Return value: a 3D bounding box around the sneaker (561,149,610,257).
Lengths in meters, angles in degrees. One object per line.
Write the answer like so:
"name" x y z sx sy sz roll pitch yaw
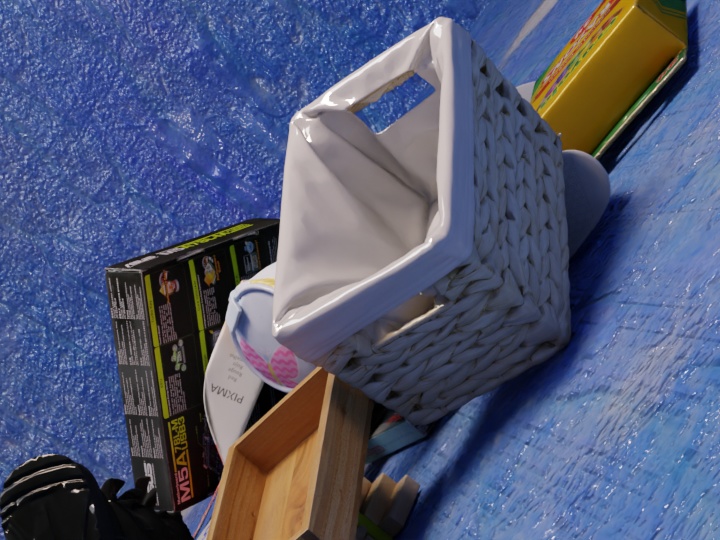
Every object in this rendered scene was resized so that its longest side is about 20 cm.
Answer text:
"sneaker" 0.087 0.001 1.423 0.200 0.071 0.099 -48 2 9

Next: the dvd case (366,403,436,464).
"dvd case" 0.070 0.041 1.519 0.200 0.022 0.146 -54 5 -20

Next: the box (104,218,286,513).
"box" -0.117 0.073 1.768 0.047 0.200 0.193 3 16 38

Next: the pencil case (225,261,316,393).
"pencil case" 0.000 0.000 1.445 0.200 0.091 0.083 -41 -6 -41

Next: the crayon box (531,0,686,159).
"crayon box" 0.177 -0.143 1.569 0.127 0.051 0.200 -50 6 19

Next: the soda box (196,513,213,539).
"soda box" -0.084 0.204 1.535 0.068 0.063 0.200 -50 5 39

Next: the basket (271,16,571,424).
"basket" 0.039 -0.025 1.295 0.135 0.123 0.200 -31 35 29

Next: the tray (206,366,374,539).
"tray" -0.041 0.130 1.226 0.099 0.037 0.200 -42 16 21

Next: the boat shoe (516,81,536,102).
"boat shoe" 0.114 -0.075 1.689 0.200 0.070 0.066 -49 -24 -42

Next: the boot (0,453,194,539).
"boot" -0.126 0.198 1.171 0.073 0.199 0.162 -20 -25 9

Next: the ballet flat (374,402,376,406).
"ballet flat" -0.041 0.128 1.502 0.074 0.074 0.200 -45 17 52

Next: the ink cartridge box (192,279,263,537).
"ink cartridge box" -0.107 0.108 1.652 0.162 0.050 0.200 119 176 -86

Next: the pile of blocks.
"pile of blocks" -0.038 0.186 1.283 0.200 0.062 0.082 -57 7 -33
